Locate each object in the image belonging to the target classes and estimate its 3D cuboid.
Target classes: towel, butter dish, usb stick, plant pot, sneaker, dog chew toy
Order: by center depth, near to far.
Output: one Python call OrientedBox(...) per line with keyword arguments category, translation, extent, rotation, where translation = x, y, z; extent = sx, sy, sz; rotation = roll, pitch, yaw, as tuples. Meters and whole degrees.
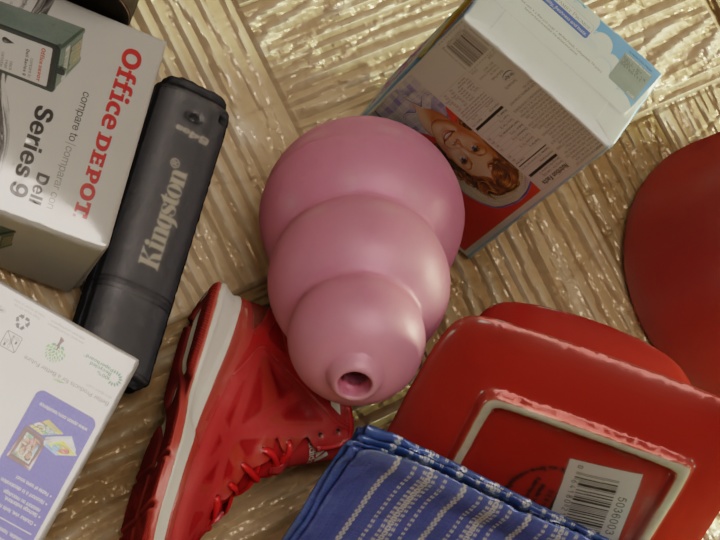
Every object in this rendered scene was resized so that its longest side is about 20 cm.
OrientedBox(category="towel", translation=(0.051, 0.180, 1.327), extent=(0.199, 0.145, 0.024), rotation=(26, 30, -13))
OrientedBox(category="sneaker", translation=(-0.063, 0.112, 1.332), extent=(0.115, 0.078, 0.201), rotation=(21, 67, -13))
OrientedBox(category="dog chew toy", translation=(0.000, 0.000, 1.340), extent=(0.124, 0.125, 0.201), rotation=(20, 37, -15))
OrientedBox(category="butter dish", translation=(0.112, 0.095, 1.371), extent=(0.198, 0.201, 0.148), rotation=(20, 34, -8))
OrientedBox(category="usb stick", translation=(-0.127, -0.022, 1.374), extent=(0.055, 0.033, 0.201), rotation=(21, 66, -14))
OrientedBox(category="plant pot", translation=(0.296, -0.023, 1.468), extent=(0.199, 0.177, 0.202), rotation=(7, 69, -20))

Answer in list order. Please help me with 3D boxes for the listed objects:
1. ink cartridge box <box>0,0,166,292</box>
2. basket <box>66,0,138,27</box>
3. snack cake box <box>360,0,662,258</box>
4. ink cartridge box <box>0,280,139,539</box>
OrientedBox(category="ink cartridge box", translation=(-0.228, -0.095, 1.327), extent=(0.199, 0.084, 0.147), rotation=(20, 65, -15))
OrientedBox(category="basket", translation=(-0.161, -0.254, 1.365), extent=(0.135, 0.180, 0.201), rotation=(16, 72, -2))
OrientedBox(category="snack cake box", translation=(0.081, -0.097, 1.389), extent=(0.115, 0.200, 0.067), rotation=(40, 62, -5))
OrientedBox(category="ink cartridge box", translation=(-0.213, 0.114, 1.278), extent=(0.099, 0.039, 0.201), rotation=(31, 75, -9))
